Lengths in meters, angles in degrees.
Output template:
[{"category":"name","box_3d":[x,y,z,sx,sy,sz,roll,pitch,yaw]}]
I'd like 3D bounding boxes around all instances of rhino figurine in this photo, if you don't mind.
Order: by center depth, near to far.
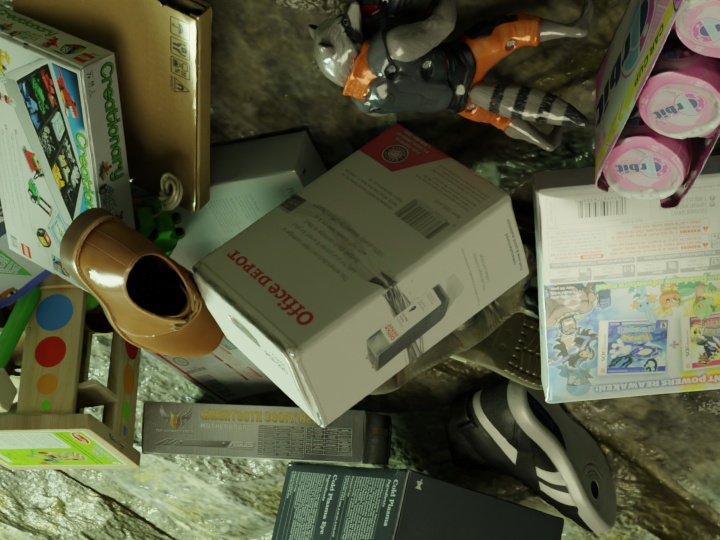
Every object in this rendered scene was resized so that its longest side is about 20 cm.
[{"category":"rhino figurine","box_3d":[0.067,0.032,1.236,0.200,0.060,0.087,-25,130,-6]}]

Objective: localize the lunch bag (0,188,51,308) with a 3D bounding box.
[{"category":"lunch bag","box_3d":[-0.345,-0.050,1.278,0.200,0.124,0.170,-16,135,7]}]

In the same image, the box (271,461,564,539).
[{"category":"box","box_3d":[0.050,0.252,1.474,0.200,0.104,0.182,22,163,-34]}]

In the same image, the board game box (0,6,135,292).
[{"category":"board game box","box_3d":[-0.224,-0.083,1.176,0.126,0.035,0.200,25,132,34]}]

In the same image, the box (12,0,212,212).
[{"category":"box","box_3d":[-0.183,-0.145,1.166,0.163,0.021,0.200,26,143,15]}]

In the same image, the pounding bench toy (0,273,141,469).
[{"category":"pounding bench toy","box_3d":[-0.269,0.066,1.334,0.124,0.156,0.200,-2,158,13]}]

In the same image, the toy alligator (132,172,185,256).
[{"category":"toy alligator","box_3d":[-0.163,-0.027,1.235,0.054,0.059,0.200,-5,162,-34]}]

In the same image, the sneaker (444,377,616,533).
[{"category":"sneaker","box_3d":[0.151,0.174,1.476,0.112,0.073,0.200,-16,125,31]}]

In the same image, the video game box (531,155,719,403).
[{"category":"video game box","box_3d":[0.234,0.006,1.207,0.200,0.047,0.182,-5,113,1]}]

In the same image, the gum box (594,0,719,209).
[{"category":"gum box","box_3d":[0.213,-0.146,1.055,0.066,0.114,0.200,14,139,-5]}]

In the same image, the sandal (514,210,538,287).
[{"category":"sandal","box_3d":[0.177,-0.005,1.278,0.200,0.055,0.082,23,134,7]}]

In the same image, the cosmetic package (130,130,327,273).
[{"category":"cosmetic package","box_3d":[-0.078,-0.018,1.307,0.151,0.052,0.200,-6,137,23]}]

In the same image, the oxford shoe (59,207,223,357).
[{"category":"oxford shoe","box_3d":[-0.145,0.026,1.175,0.071,0.071,0.200,28,171,29]}]

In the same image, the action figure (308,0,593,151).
[{"category":"action figure","box_3d":[0.062,-0.156,1.087,0.193,0.105,0.200,4,142,-7]}]

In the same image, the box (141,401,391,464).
[{"category":"box","box_3d":[-0.081,0.147,1.441,0.200,0.048,0.158,1,173,10]}]

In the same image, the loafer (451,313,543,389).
[{"category":"loafer","box_3d":[0.079,0.039,1.317,0.200,0.076,0.067,33,172,-16]}]

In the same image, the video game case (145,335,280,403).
[{"category":"video game case","box_3d":[-0.080,0.058,1.340,0.200,0.017,0.143,-15,143,31]}]

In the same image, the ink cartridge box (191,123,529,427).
[{"category":"ink cartridge box","box_3d":[0.000,0.000,1.166,0.200,0.146,0.085,-34,133,-17]}]
